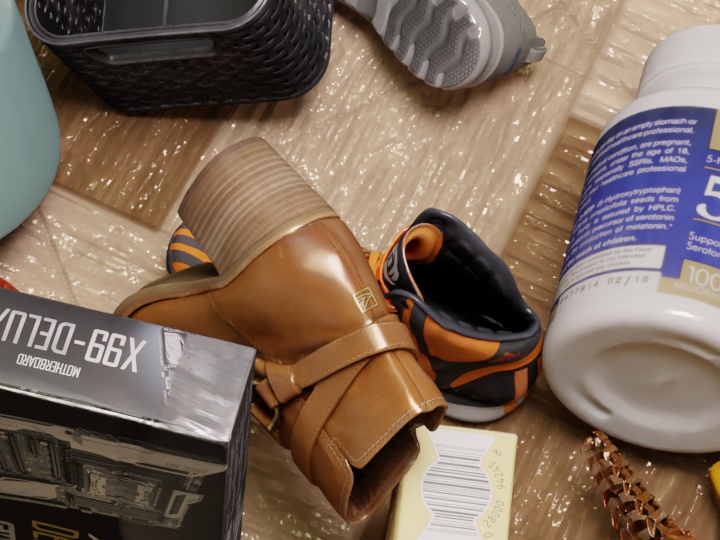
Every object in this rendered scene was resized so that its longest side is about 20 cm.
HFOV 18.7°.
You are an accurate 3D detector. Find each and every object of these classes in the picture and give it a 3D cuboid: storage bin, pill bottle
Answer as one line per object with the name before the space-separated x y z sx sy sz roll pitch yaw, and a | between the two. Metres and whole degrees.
storage bin | -0.089 -0.194 1.148 0.135 0.094 0.200 -3 70 18
pill bottle | 0.168 -0.021 1.095 0.120 0.120 0.200 15 56 3

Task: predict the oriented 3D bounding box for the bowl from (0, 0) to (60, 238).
bowl | -0.246 -0.105 1.087 0.201 0.105 0.201 7 44 -7

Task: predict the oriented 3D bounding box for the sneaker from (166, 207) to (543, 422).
sneaker | 0.000 0.000 1.080 0.200 0.112 0.078 18 63 5

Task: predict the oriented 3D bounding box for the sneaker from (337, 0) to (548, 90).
sneaker | 0.025 -0.170 1.205 0.082 0.075 0.200 -3 50 -46

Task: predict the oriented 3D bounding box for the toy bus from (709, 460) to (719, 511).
toy bus | 0.224 0.158 1.014 0.065 0.078 0.200 -21 53 2

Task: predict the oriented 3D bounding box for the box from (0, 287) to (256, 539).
box | -0.131 0.083 0.981 0.158 0.200 0.050 14 59 2

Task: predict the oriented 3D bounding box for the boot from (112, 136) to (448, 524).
boot | -0.040 0.053 1.004 0.074 0.200 0.155 -26 69 -29

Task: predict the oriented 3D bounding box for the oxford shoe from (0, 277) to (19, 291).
oxford shoe | -0.203 0.034 1.047 0.073 0.071 0.200 -40 112 11

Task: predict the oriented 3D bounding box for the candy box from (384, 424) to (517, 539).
candy box | 0.031 0.183 0.989 0.055 0.115 0.200 8 63 0

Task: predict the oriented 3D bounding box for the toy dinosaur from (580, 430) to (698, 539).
toy dinosaur | 0.137 0.179 1.024 0.136 0.102 0.200 0 44 -38
